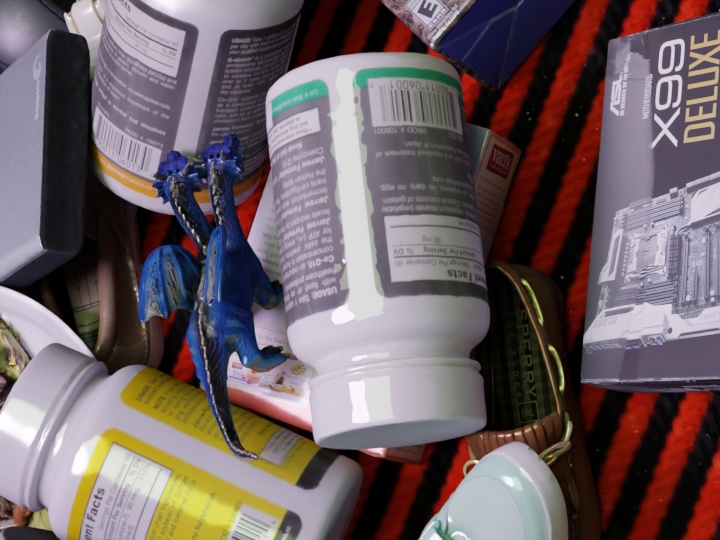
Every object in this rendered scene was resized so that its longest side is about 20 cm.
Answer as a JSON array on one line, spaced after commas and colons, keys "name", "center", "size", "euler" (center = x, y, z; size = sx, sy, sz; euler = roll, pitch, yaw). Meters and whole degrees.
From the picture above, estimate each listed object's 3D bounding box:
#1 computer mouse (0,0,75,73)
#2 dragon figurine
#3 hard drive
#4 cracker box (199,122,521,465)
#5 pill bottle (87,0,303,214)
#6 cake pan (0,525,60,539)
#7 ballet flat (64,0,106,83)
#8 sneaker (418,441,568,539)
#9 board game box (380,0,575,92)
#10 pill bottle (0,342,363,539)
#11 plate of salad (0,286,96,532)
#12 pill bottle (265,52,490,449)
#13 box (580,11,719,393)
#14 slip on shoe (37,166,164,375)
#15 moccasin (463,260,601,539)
[{"name": "computer mouse", "center": [-0.283, -0.172, 1.368], "size": [0.141, 0.046, 0.200], "euler": [-48, 63, 9]}, {"name": "dragon figurine", "center": [-0.087, 0.014, 1.113], "size": [0.059, 0.100, 0.201], "euler": [-16, 42, 23]}, {"name": "hard drive", "center": [-0.224, -0.055, 1.260], "size": [0.200, 0.033, 0.140], "euler": [-25, 61, 56]}, {"name": "cracker box", "center": [0.000, 0.000, 1.181], "size": [0.133, 0.058, 0.201], "euler": [18, 88, 28]}, {"name": "pill bottle", "center": [-0.097, -0.142, 1.182], "size": [0.116, 0.116, 0.201], "euler": [38, 130, 28]}, {"name": "cake pan", "center": [-0.131, 0.197, 1.125], "size": [0.200, 0.200, 0.037], "euler": [24, 89, 29]}, {"name": "ballet flat", "center": [-0.165, -0.187, 1.297], "size": [0.069, 0.071, 0.201], "euler": [-15, 73, 20]}, {"name": "sneaker", "center": [0.032, 0.182, 1.049], "size": [0.074, 0.118, 0.201], "euler": [45, 128, 28]}, {"name": "board game box", "center": [0.051, -0.237, 1.182], "size": [0.160, 0.097, 0.200], "euler": [-49, 63, 10]}, {"name": "pill bottle", "center": [-0.109, 0.124, 1.146], "size": [0.199, 0.114, 0.115], "euler": [24, 91, 8]}, {"name": "plate of salad", "center": [-0.234, 0.106, 1.248], "size": [0.199, 0.048, 0.201], "euler": [8, 110, 24]}, {"name": "pill bottle", "center": [0.011, -0.009, 1.082], "size": [0.113, 0.113, 0.201], "euler": [-11, 76, 25]}, {"name": "box", "center": [0.194, -0.036, 1.059], "size": [0.157, 0.050, 0.201], "euler": [-5, 76, 54]}, {"name": "slip on shoe", "center": [-0.185, -0.019, 1.277], "size": [0.076, 0.061, 0.201], "euler": [-24, 69, 21]}, {"name": "moccasin", "center": [0.092, 0.094, 1.101], "size": [0.073, 0.078, 0.203], "euler": [-5, 78, 25]}]
